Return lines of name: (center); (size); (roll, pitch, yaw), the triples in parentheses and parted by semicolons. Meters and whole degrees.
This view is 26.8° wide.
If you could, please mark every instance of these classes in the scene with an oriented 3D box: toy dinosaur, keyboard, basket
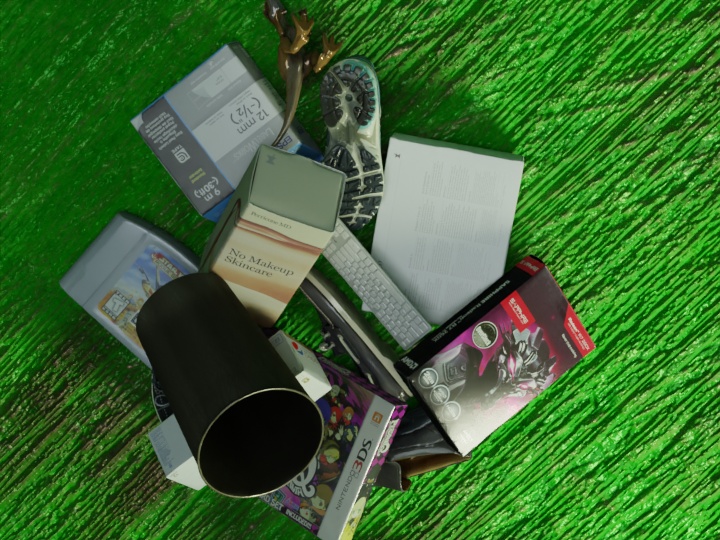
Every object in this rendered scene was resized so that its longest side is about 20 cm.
toy dinosaur: (-0.069, -0.217, 1.622); (0.060, 0.201, 0.106); (13, 148, -27)
keyboard: (0.000, 0.000, 1.662); (0.200, 0.011, 0.056); (49, 143, 2)
basket: (-0.144, 0.110, 1.567); (0.136, 0.180, 0.200); (-31, 53, -6)

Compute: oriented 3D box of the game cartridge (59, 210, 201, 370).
game cartridge: (-0.235, 0.032, 1.748); (0.200, 0.042, 0.133); (42, 107, -2)

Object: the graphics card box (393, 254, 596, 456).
graphics card box: (0.148, 0.093, 1.654); (0.200, 0.051, 0.126); (-37, 115, -8)

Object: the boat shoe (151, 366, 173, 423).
boat shoe: (-0.203, 0.126, 1.713); (0.074, 0.062, 0.201); (-6, 114, -3)

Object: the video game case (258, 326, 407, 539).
video game case: (-0.064, 0.187, 1.714); (0.200, 0.036, 0.182); (29, 103, 28)

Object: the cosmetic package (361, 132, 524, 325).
cosmetic package: (0.092, -0.041, 1.683); (0.150, 0.052, 0.201); (11, 103, 3)

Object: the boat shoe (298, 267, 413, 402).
boat shoe: (-0.017, 0.080, 1.711); (0.063, 0.073, 0.200); (-39, 99, 10)

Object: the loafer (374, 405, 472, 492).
loafer: (0.035, 0.219, 1.720); (0.200, 0.073, 0.072); (-30, 56, 13)

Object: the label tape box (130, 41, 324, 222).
label tape box: (-0.138, -0.133, 1.687); (0.143, 0.066, 0.200); (-36, 93, 12)

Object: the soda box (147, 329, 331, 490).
soda box: (-0.134, 0.156, 1.672); (0.200, 0.068, 0.064); (-37, 56, 11)

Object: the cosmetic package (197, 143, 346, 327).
cosmetic package: (-0.101, -0.033, 1.630); (0.103, 0.087, 0.200); (19, 141, -12)

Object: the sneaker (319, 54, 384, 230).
sneaker: (-0.003, -0.142, 1.661); (0.077, 0.086, 0.201); (9, 117, 8)
